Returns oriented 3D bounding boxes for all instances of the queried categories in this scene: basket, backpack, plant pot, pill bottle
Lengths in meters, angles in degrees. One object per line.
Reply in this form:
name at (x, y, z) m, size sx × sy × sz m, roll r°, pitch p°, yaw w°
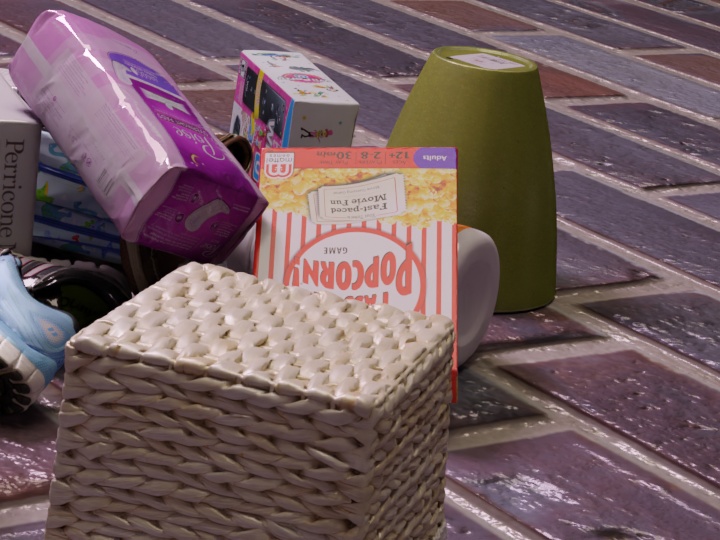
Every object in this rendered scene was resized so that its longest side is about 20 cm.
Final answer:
basket at (-0.056, 0.106, 1.200) m, size 0.197 × 0.162 × 0.200 m, roll 12°, pitch 16°, yaw 15°
backpack at (-0.226, -0.076, 1.764) m, size 0.200 × 0.154 × 0.163 m, roll 30°, pitch 9°, yaw -31°
plant pot at (0.094, -0.089, 1.823) m, size 0.186 × 0.201 × 0.187 m, roll 7°, pitch 17°, yaw -2°
pill bottle at (0.000, 0.000, 1.643) m, size 0.199 × 0.113 × 0.113 m, roll 17°, pitch 19°, yaw 26°

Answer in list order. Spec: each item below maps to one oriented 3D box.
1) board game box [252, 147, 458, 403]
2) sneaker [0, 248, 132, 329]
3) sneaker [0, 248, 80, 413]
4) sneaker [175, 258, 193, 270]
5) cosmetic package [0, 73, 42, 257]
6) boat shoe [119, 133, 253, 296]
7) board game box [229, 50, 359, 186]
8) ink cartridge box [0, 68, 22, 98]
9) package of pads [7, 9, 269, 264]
board game box at (-0.003, 0.001, 1.528) m, size 0.151 × 0.046 × 0.201 m, roll -1°, pitch 56°, yaw 2°
sneaker at (-0.252, 0.024, 1.517) m, size 0.199 × 0.074 × 0.087 m, roll 5°, pitch 10°, yaw -24°
sneaker at (-0.278, 0.019, 1.450) m, size 0.200 × 0.079 × 0.090 m, roll 34°, pitch 51°, yaw 19°
sneaker at (-0.135, 0.045, 1.503) m, size 0.076 × 0.088 × 0.200 m, roll 51°, pitch -3°, yaw 0°
cosmetic package at (-0.361, -0.061, 1.589) m, size 0.199 × 0.166 × 0.165 m, roll 0°, pitch 20°, yaw -22°
boat shoe at (-0.130, -0.052, 1.622) m, size 0.075 × 0.075 × 0.203 m, roll -9°, pitch 33°, yaw 17°
board game box at (-0.067, -0.108, 1.904) m, size 0.064 × 0.148 × 0.200 m, roll 3°, pitch 17°, yaw -20°
ink cartridge box at (-0.297, -0.115, 1.874) m, size 0.199 × 0.116 × 0.067 m, roll 9°, pitch 16°, yaw 7°
package of pads at (-0.167, -0.100, 1.537) m, size 0.120 × 0.076 × 0.200 m, roll 17°, pitch 29°, yaw -52°
